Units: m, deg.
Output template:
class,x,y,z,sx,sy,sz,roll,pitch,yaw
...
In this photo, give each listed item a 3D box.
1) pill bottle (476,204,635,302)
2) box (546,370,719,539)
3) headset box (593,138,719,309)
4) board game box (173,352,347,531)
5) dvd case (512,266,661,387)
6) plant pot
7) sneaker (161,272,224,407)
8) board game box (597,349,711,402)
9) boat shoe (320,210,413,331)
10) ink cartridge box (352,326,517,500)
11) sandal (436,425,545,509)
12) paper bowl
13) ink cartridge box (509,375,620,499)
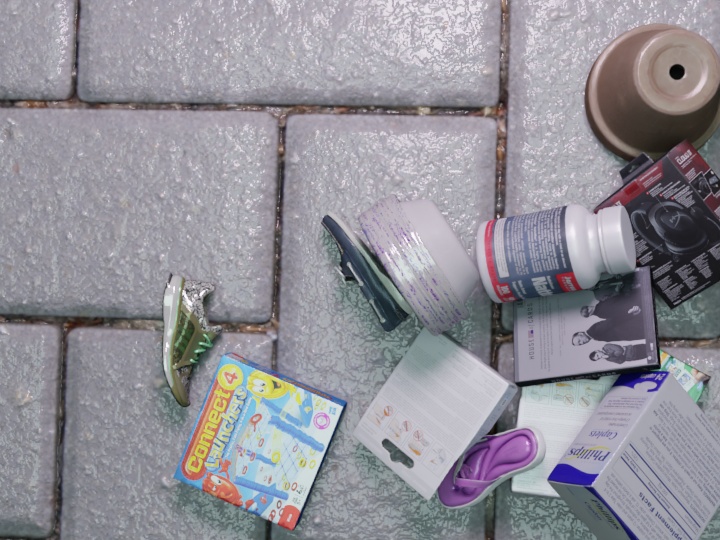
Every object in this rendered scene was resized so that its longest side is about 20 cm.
class,x,y,z,sx,sy,sz,roll,pitch,yaw
pill bottle,0.272,-0.027,1.402,0.199,0.119,0.120,-11,87,25
box,0.380,0.267,1.345,0.184,0.105,0.200,48,67,-14
headset box,0.434,-0.070,1.399,0.200,0.077,0.149,53,136,5
board game box,-0.147,0.250,1.495,0.195,0.056,0.201,22,91,5
dvd case,0.310,0.078,1.408,0.199,0.025,0.151,-11,58,25
plant pot,0.418,-0.253,1.395,0.199,0.175,0.201,0,90,6
sneaker,-0.247,0.103,1.504,0.088,0.077,0.201,-1,91,-3
board game box,0.394,0.206,1.457,0.134,0.029,0.201,29,92,7
boat shoe,0.000,0.000,1.475,0.062,0.075,0.200,-41,79,9
ink cartridge box,0.105,0.201,1.449,0.160,0.047,0.200,36,95,30
sandal,0.171,0.271,1.427,0.202,0.050,0.083,-39,52,32
paper bowl,0.091,-0.018,1.406,0.104,0.201,0.201,-33,86,4
ink cartridge box,0.300,0.224,1.438,0.161,0.050,0.201,6,78,7
